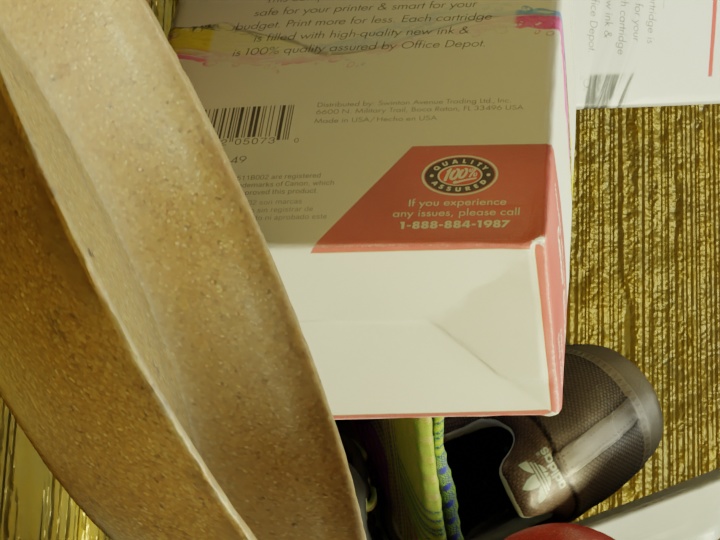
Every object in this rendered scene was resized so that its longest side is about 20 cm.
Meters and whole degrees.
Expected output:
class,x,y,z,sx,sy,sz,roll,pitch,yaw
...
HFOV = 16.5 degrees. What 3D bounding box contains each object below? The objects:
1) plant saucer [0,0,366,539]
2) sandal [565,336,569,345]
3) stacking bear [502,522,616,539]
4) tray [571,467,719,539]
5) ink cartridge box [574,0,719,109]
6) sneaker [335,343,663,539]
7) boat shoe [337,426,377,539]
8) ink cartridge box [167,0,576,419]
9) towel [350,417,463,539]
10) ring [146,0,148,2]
class,x,y,z,sx,sy,sz,roll,pitch,yaw
plant saucer,-0.056,-0.010,0.525,0.200,0.035,0.201,-25,90,-83
sandal,0.042,0.034,0.960,0.082,0.054,0.201,-57,132,-55
stacking bear,0.027,0.157,0.742,0.200,0.121,0.114,-45,108,-35
tray,0.048,0.111,0.879,0.107,0.199,0.022,16,53,-82
ink cartridge box,0.083,-0.120,0.915,0.067,0.199,0.117,22,-67,60
sneaker,0.018,0.075,0.908,0.075,0.200,0.071,-31,94,-42
boat shoe,-0.029,0.083,0.790,0.201,0.071,0.061,-71,155,-88
ink cartridge box,0.004,-0.048,0.728,0.201,0.116,0.068,-81,166,-48
towel,0.000,0.000,0.835,0.200,0.023,0.144,-116,-165,-50
ring,-0.059,-0.057,0.763,0.200,0.019,0.202,-2,90,-82
